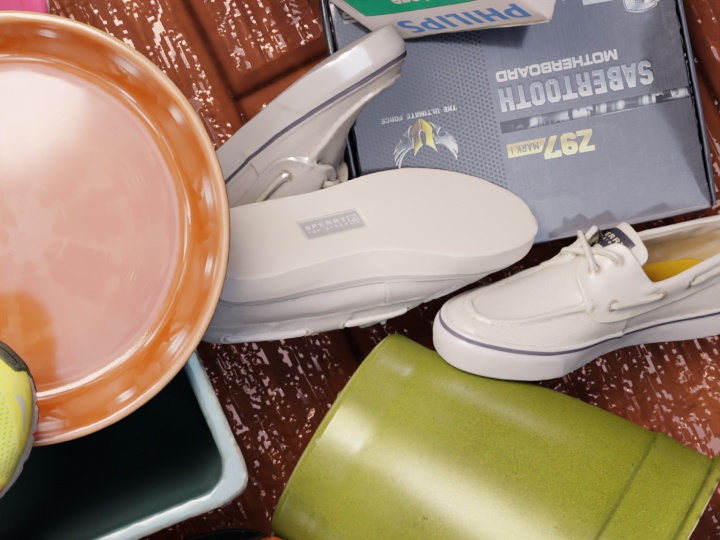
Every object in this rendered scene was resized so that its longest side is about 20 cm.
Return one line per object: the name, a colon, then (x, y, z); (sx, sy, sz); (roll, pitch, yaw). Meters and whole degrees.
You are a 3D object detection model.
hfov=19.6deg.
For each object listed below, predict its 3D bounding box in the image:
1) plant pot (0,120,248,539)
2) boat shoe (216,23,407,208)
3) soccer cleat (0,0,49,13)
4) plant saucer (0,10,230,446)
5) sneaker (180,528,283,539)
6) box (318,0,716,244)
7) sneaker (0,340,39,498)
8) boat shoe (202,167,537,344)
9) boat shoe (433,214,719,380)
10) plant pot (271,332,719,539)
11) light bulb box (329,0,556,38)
plant pot: (-0.179, 0.048, 1.088); (0.195, 0.200, 0.197); (-23, 94, 0)
boat shoe: (-0.039, -0.054, 1.123); (0.200, 0.072, 0.066); (-39, 92, 25)
soccer cleat: (-0.263, -0.130, 1.126); (0.199, 0.086, 0.070); (-18, 117, 5)
plant saucer: (-0.160, -0.019, 0.969); (0.199, 0.032, 0.202); (0, 95, -2)
sneaker: (-0.122, 0.196, 1.060); (0.199, 0.076, 0.093); (-7, 102, -20)
box: (0.087, -0.094, 1.164); (0.199, 0.051, 0.159); (-10, 95, 0)
sneaker: (-0.215, 0.112, 0.928); (0.078, 0.090, 0.200); (38, 109, -6)
boat shoe: (0.000, 0.000, 1.099); (0.199, 0.069, 0.072); (-15, 52, -30)
boat shoe: (0.131, 0.006, 1.129); (0.199, 0.071, 0.070); (-8, 127, -24)
plant pot: (0.063, 0.137, 1.122); (0.192, 0.200, 0.201); (31, 92, 8)
light bulb box: (0.018, -0.250, 1.048); (0.200, 0.124, 0.199); (32, 69, -38)
